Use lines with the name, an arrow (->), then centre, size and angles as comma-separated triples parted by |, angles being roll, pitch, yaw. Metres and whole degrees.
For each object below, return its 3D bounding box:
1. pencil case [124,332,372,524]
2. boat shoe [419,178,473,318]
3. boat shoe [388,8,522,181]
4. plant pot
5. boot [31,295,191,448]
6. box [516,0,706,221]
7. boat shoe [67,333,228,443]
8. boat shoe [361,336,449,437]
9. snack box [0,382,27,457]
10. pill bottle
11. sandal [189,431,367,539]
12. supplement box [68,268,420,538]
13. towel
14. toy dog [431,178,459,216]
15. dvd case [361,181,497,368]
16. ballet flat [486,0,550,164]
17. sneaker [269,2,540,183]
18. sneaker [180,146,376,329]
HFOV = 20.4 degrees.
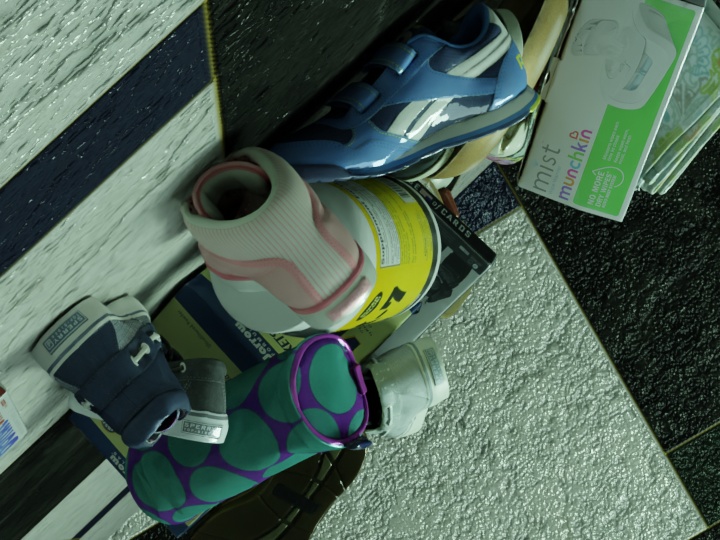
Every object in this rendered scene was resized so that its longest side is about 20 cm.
pencil case -> -0.082, 0.118, 1.452 | 0.199, 0.086, 0.092 | -27, 161, 38
boat shoe -> 0.046, -0.031, 1.760 | 0.073, 0.063, 0.201 | -53, 144, -12
boat shoe -> 0.044, -0.124, 1.447 | 0.066, 0.075, 0.199 | -4, 162, -28
plant pot -> 0.109, -0.154, 1.524 | 0.201, 0.027, 0.200 | -59, -171, 15
boot -> -0.150, 0.071, 1.277 | 0.073, 0.090, 0.200 | -43, 177, 3
box -> 0.203, -0.175, 1.568 | 0.177, 0.096, 0.201 | -67, 175, -55
boat shoe -> -0.148, 0.077, 1.400 | 0.200, 0.069, 0.067 | 5, -95, 64
boat shoe -> 0.016, 0.099, 1.631 | 0.071, 0.071, 0.201 | -15, 169, -14
snack box -> -0.236, 0.101, 1.183 | 0.072, 0.024, 0.200 | -44, 177, -12
pill bottle -> -0.025, -0.011, 1.460 | 0.114, 0.115, 0.200 | -44, 167, 20
sandal -> -0.065, 0.179, 1.636 | 0.200, 0.081, 0.055 | -52, -164, 25
supplement box -> -0.093, 0.073, 1.618 | 0.200, 0.134, 0.200 | -46, 176, 38
towel -> 0.237, -0.187, 1.711 | 0.048, 0.201, 0.171 | -22, 158, -43
toy dog -> 0.096, -0.120, 1.810 | 0.200, 0.096, 0.132 | -43, 177, -7
dvd case -> 0.000, 0.000, 1.687 | 0.200, 0.150, 0.025 | -45, -176, 36
ballet flat -> 0.123, -0.145, 1.677 | 0.201, 0.068, 0.072 | 102, 3, -50
sneaker -> 0.021, -0.112, 1.308 | 0.199, 0.083, 0.074 | -24, -163, -23
sneaker -> -0.069, -0.036, 1.213 | 0.075, 0.105, 0.200 | -48, -153, -6
